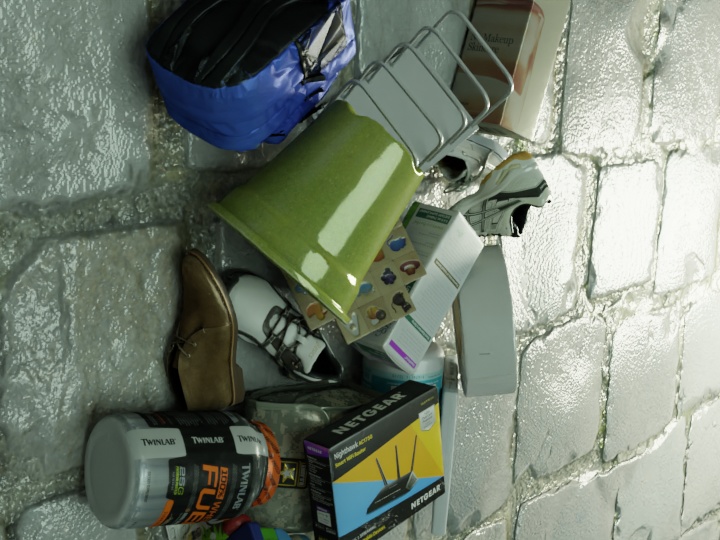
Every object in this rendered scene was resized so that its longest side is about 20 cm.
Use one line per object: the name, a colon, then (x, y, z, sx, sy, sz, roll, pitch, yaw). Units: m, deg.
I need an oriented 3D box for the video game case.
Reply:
video game case: (0.118, 0.239, 1.625, 0.182, 0.023, 0.204, -67, 162, -78)

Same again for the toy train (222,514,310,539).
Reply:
toy train: (-0.153, 0.371, 1.383, 0.200, 0.085, 0.115, -42, 145, 26)

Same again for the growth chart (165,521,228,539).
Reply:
growth chart: (-0.181, 0.309, 1.416, 0.144, 0.018, 0.203, -35, 125, -36)

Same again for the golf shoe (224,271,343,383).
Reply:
golf shoe: (-0.089, 0.070, 1.390, 0.200, 0.094, 0.078, 43, 71, -42)

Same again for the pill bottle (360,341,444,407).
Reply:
pill bottle: (0.051, 0.195, 1.558, 0.110, 0.110, 0.204, -7, 106, -45)

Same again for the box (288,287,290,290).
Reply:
box: (0.000, 0.000, 1.493, 0.198, 0.049, 0.084, 9, 95, -47)

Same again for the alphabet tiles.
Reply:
alphabet tiles: (-0.018, -0.022, 1.401, 0.165, 0.006, 0.202, -25, 85, -19)

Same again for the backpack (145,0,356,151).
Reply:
backpack: (-0.114, -0.217, 1.231, 0.200, 0.161, 0.169, -46, 146, -29)

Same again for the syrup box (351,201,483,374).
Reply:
syrup box: (0.067, 0.022, 1.474, 0.081, 0.078, 0.202, 46, 69, -43)

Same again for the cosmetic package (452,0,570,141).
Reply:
cosmetic package: (0.200, -0.289, 1.584, 0.087, 0.102, 0.203, 16, 88, -48)

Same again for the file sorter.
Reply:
file sorter: (0.066, -0.202, 1.412, 0.199, 0.124, 0.139, -39, 90, -31)

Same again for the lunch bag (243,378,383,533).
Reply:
lunch bag: (-0.067, 0.231, 1.441, 0.198, 0.117, 0.167, -3, 102, -44)

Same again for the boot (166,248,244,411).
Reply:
boot: (-0.183, 0.075, 1.314, 0.075, 0.073, 0.203, -21, 119, -29)

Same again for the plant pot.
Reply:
plant pot: (-0.034, -0.076, 1.277, 0.185, 0.200, 0.200, -50, 134, -3)

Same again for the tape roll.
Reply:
tape roll: (0.164, 0.069, 1.574, 0.070, 0.203, 0.206, -5, 111, 1)

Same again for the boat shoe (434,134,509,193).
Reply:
boat shoe: (0.130, -0.141, 1.554, 0.201, 0.074, 0.088, 23, 62, -44)

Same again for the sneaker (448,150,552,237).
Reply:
sneaker: (0.173, -0.069, 1.557, 0.075, 0.200, 0.088, -26, 77, -47)

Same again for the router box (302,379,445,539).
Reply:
router box: (0.020, 0.240, 1.413, 0.199, 0.051, 0.152, -24, 115, -43)

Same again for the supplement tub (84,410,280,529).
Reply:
supplement tub: (-0.194, 0.218, 1.288, 0.198, 0.122, 0.125, 4, 99, -40)
